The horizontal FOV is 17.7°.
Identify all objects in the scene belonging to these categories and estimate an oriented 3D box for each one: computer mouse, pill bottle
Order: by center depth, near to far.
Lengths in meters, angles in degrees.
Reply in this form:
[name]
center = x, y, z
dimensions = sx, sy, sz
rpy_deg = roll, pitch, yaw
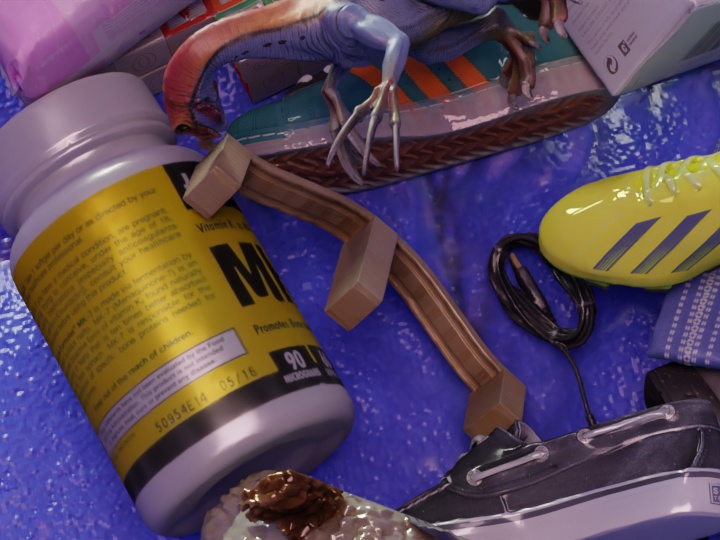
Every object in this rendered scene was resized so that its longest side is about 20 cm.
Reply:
[pill bottle]
center = -0.096, 0.014, 1.093
dimensions = 0.114, 0.114, 0.201
rpy_deg = -30, 74, -6
[computer mouse]
center = 0.114, 0.068, 1.110
dimensions = 0.059, 0.034, 0.201
rpy_deg = -34, 65, 30

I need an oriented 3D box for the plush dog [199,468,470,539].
[plush dog]
center = -0.026, 0.177, 0.957
dimensions = 0.199, 0.160, 0.173
rpy_deg = 18, 84, 29

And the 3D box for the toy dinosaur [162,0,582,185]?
[toy dinosaur]
center = -0.001, -0.113, 1.054
dimensions = 0.180, 0.105, 0.201
rpy_deg = 6, 65, -18

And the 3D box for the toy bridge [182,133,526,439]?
[toy bridge]
center = 0.000, 0.000, 1.094
dimensions = 0.200, 0.067, 0.027
rpy_deg = 40, 120, -15

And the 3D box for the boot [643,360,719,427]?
[boot]
center = 0.231, 0.103, 1.073
dimensions = 0.131, 0.070, 0.201
rpy_deg = -24, 75, -8

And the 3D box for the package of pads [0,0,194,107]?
[package of pads]
center = -0.117, -0.179, 1.113
dimensions = 0.200, 0.076, 0.121
rpy_deg = -38, 77, -8

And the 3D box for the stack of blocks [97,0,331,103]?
[stack of blocks]
center = -0.069, -0.148, 1.171
dimensions = 0.199, 0.059, 0.116
rpy_deg = -26, 73, -5

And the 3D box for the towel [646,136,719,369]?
[towel]
center = 0.250, 0.003, 1.088
dimensions = 0.199, 0.024, 0.145
rpy_deg = 10, 55, 19

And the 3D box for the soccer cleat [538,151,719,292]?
[soccer cleat]
center = 0.179, -0.039, 1.067
dimensions = 0.199, 0.084, 0.065
rpy_deg = -6, 52, 8

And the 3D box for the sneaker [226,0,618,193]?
[sneaker]
center = 0.023, -0.094, 1.147
dimensions = 0.199, 0.071, 0.080
rpy_deg = -13, 71, -9

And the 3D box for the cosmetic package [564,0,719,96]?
[cosmetic package]
center = 0.124, -0.196, 1.144
dimensions = 0.113, 0.081, 0.200
rpy_deg = -22, 72, -38

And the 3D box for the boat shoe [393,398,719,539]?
[boat shoe]
center = 0.073, 0.104, 1.062
dimensions = 0.199, 0.072, 0.068
rpy_deg = -17, 65, 22
